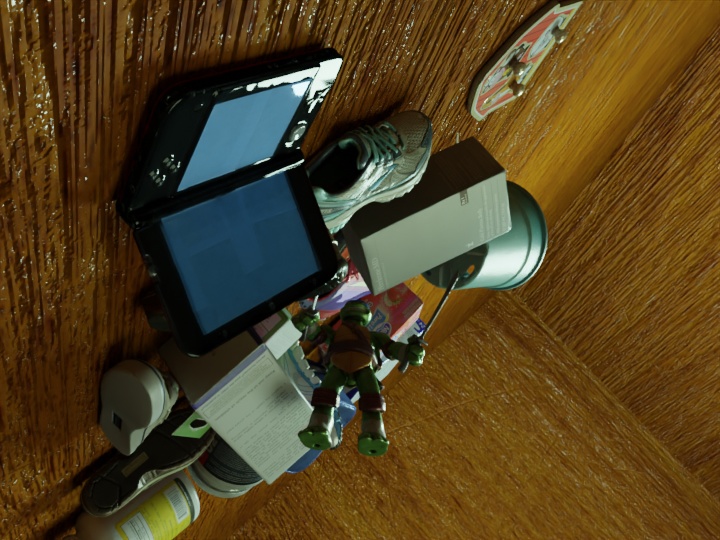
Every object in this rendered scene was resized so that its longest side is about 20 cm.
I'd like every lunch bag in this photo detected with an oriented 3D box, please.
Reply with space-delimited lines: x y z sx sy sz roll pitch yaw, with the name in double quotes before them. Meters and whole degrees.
"lunch bag" -0.114 0.254 1.500 0.200 0.132 0.136 -47 149 4

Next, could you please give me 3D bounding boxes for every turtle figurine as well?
"turtle figurine" -0.006 0.092 0.913 0.199 0.142 0.197 -34 -140 45

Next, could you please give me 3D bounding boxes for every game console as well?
"game console" -0.074 -0.059 0.635 0.199 0.119 0.173 -31 162 -49

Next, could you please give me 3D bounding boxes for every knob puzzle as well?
"knob puzzle" 0.214 -0.273 1.102 0.219 0.030 0.220 -42 168 -11

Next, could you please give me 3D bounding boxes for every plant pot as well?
"plant pot" 0.196 -0.053 1.415 0.195 0.201 0.201 -12 146 -55

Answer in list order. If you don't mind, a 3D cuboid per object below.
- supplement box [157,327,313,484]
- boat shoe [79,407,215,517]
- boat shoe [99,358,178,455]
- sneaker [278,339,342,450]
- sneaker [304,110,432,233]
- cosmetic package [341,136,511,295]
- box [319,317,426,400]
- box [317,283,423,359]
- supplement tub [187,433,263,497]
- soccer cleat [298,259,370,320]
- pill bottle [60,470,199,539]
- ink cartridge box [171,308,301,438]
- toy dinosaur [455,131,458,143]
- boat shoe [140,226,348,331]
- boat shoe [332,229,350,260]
"supplement box" -0.130 0.141 0.941 0.103 0.101 0.201 -40 137 -9
"boat shoe" -0.285 0.250 1.088 0.201 0.075 0.075 -29 175 -34
"boat shoe" -0.230 0.135 0.873 0.070 0.071 0.201 -42 171 -35
"sneaker" -0.099 0.167 1.125 0.086 0.201 0.075 -27 162 -25
"sneaker" 0.007 -0.110 0.841 0.199 0.078 0.087 -40 164 -23
"cosmetic package" 0.077 -0.067 1.000 0.198 0.091 0.108 -29 138 -9
"box" 0.015 0.175 1.724 0.199 0.105 0.185 -32 162 -49
"box" 0.017 0.111 1.529 0.200 0.095 0.100 -44 168 -15
"supplement tub" -0.171 0.233 1.209 0.140 0.140 0.201 -30 161 -48
"soccer cleat" 0.000 0.000 1.149 0.198 0.067 0.077 -31 151 -1
"pill bottle" -0.338 0.369 1.175 0.199 0.111 0.112 -33 163 -43
"ink cartridge box" -0.168 0.120 1.042 0.200 0.059 0.104 -45 166 -4
"toy dinosaur" 0.094 -0.102 1.199 0.200 0.058 0.101 -46 167 3
"boat shoe" -0.113 0.003 0.788 0.196 0.075 0.076 -16 163 -12
"boat shoe" 0.028 -0.070 1.072 0.200 0.063 0.071 -46 170 9
